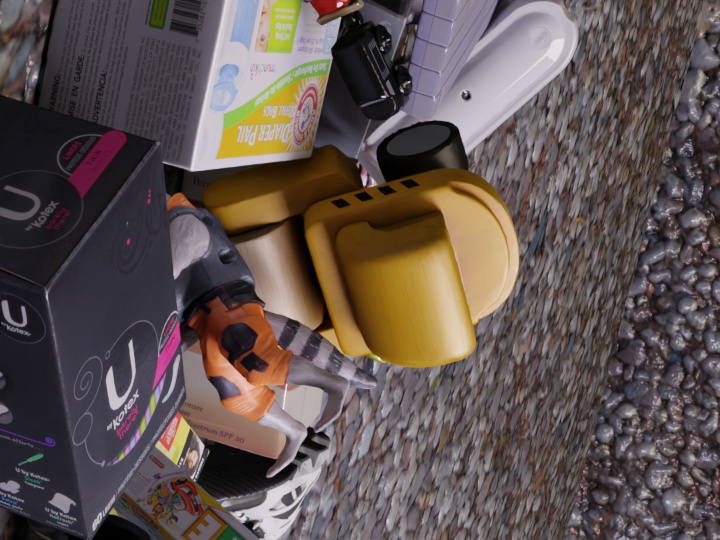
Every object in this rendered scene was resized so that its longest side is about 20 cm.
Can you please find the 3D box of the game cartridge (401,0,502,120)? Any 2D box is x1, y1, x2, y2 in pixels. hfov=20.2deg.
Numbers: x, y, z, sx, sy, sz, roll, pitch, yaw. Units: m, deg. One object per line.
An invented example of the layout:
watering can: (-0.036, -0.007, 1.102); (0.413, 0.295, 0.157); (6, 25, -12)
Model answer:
game cartridge: (0.078, -0.212, 1.460); (0.200, 0.038, 0.131); (-59, 162, -52)

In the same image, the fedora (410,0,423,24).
fedora: (0.062, -0.254, 1.605); (0.200, 0.090, 0.179); (28, 79, -74)

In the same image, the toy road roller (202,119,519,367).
toy road roller: (0.000, 0.000, 1.258); (0.146, 0.198, 0.124); (-98, 172, -65)

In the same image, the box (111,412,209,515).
box: (-0.155, 0.111, 1.314); (0.200, 0.050, 0.076); (67, 44, -64)

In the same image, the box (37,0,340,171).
box: (-0.094, -0.127, 1.190); (0.200, 0.100, 0.114); (-18, 122, -71)

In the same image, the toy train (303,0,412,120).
toy train: (-0.026, -0.174, 1.162); (0.201, 0.034, 0.046); (62, 30, -19)

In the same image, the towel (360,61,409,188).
towel: (0.024, -0.087, 1.768); (0.146, 0.030, 0.202); (-30, 132, -67)

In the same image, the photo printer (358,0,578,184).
photo printer: (0.085, -0.144, 1.606); (0.200, 0.070, 0.166); (-41, -173, -3)

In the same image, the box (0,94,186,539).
box: (-0.170, 0.027, 1.082); (0.201, 0.105, 0.123); (88, 25, -46)

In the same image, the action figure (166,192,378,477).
action figure: (-0.089, 0.030, 1.245); (0.104, 0.194, 0.200); (-38, 176, -13)

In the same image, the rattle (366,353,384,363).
rattle: (-0.052, 0.002, 1.592); (0.201, 0.142, 0.131); (65, 10, -45)

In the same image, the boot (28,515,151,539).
boot: (-0.155, 0.174, 1.199); (0.068, 0.199, 0.131); (-49, 126, -24)

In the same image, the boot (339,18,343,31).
boot: (-0.016, -0.216, 1.374); (0.201, 0.067, 0.132); (-76, 174, -60)

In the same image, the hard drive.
hard drive: (0.008, -0.160, 1.408); (0.201, 0.042, 0.136); (112, -4, -56)

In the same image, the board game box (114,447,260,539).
board game box: (-0.075, 0.187, 1.228); (0.034, 0.200, 0.135); (-45, 157, -16)

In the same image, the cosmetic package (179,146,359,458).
cosmetic package: (-0.073, 0.015, 1.402); (0.087, 0.102, 0.202); (-44, 145, -61)

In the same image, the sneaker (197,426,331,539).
sneaker: (-0.085, 0.179, 1.561); (0.200, 0.074, 0.089); (-9, 119, -64)
